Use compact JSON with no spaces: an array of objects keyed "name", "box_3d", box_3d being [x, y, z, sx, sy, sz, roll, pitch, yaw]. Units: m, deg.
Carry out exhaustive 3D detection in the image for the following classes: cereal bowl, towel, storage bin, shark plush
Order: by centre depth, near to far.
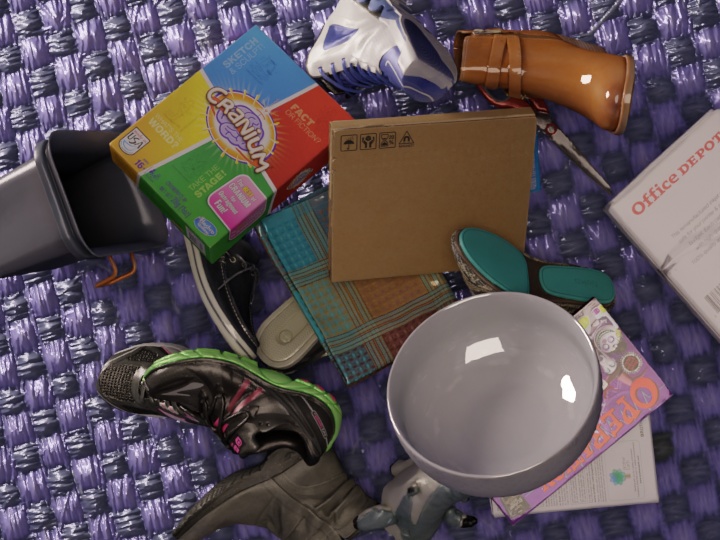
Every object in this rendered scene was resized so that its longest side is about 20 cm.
[{"name":"cereal bowl","box_3d":[0.126,0.123,1.256,0.197,0.084,0.202,-10,48,11]},{"name":"shark plush","box_3d":[0.083,0.219,1.349,0.083,0.091,0.199,46,130,-8]},{"name":"towel","box_3d":[0.000,0.000,1.369,0.145,0.022,0.201,-26,69,-11]},{"name":"storage bin","box_3d":[-0.297,-0.046,1.371,0.133,0.200,0.147,-21,89,17]}]

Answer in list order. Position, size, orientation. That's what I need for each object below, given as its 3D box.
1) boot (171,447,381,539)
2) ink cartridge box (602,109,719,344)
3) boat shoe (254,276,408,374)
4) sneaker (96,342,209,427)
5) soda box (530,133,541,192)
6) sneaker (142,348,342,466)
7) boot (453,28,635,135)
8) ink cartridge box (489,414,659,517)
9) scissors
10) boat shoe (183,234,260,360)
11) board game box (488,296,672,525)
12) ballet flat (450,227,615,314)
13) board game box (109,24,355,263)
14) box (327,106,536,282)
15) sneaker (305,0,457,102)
[{"name":"boot","box_3d":[-0.086,0.259,1.414,0.199,0.068,0.131,-35,93,7]},{"name":"ink cartridge box","box_3d":[0.356,-0.036,1.349,0.146,0.083,0.200,-41,88,6]},{"name":"boat shoe","box_3d":[-0.021,0.034,1.404,0.199,0.068,0.072,-37,67,-8]},{"name":"sneaker","box_3d":[-0.175,0.119,1.406,0.197,0.086,0.082,4,91,6]},{"name":"soda box","box_3d":[0.074,-0.099,1.355,0.197,0.068,0.065,-12,121,-7]},{"name":"sneaker","box_3d":[-0.117,0.133,1.320,0.197,0.077,0.085,16,62,1]},{"name":"boot","box_3d":[0.169,-0.182,1.299,0.152,0.200,0.075,7,107,-9]},{"name":"ink cartridge box","box_3d":[0.189,0.167,1.374,0.197,0.076,0.139,-6,89,5]},{"name":"scissors","box_3d":[0.180,-0.149,1.401,0.072,0.014,0.202,-29,89,3]},{"name":"boat shoe","box_3d":[-0.131,-0.001,1.375,0.062,0.075,0.202,-23,57,5]},{"name":"board game box","box_3d":[0.186,0.135,1.325,0.199,0.032,0.120,-40,89,5]},{"name":"ballet flat","box_3d":[0.157,0.016,1.347,0.198,0.075,0.069,16,54,-27]},{"name":"board game box","box_3d":[-0.125,-0.128,1.369,0.153,0.040,0.200,43,72,13]},{"name":"box","box_3d":[0.066,-0.070,1.315,0.197,0.021,0.166,-5,121,-11]},{"name":"sneaker","box_3d":[0.013,-0.206,1.358,0.080,0.200,0.115,26,113,-38]}]
